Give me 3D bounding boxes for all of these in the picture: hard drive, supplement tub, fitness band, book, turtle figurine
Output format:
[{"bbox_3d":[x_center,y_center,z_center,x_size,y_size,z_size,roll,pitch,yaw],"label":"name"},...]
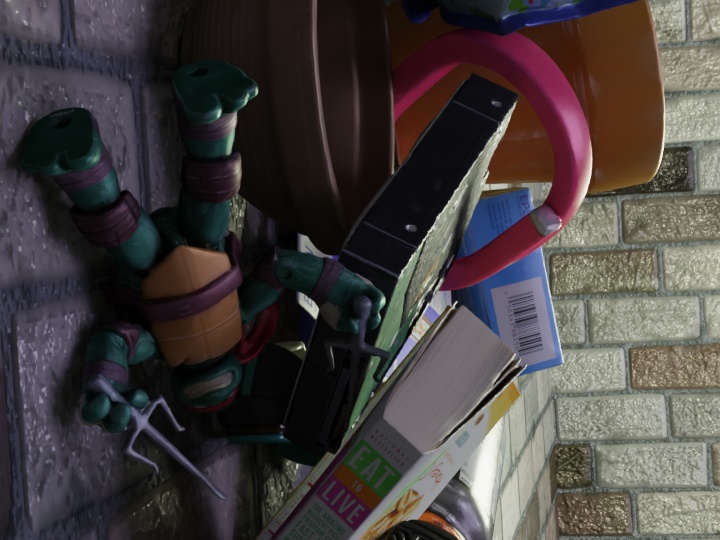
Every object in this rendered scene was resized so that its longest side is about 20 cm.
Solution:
[{"bbox_3d":[0.023,-0.007,0.781,0.200,0.038,0.140,-56,168,-48],"label":"hard drive"},{"bbox_3d":[0.044,0.167,1.058,0.200,0.121,0.123,-67,152,-61],"label":"supplement tub"},{"bbox_3d":[0.061,-0.067,0.889,0.037,0.200,0.144,-26,84,-40],"label":"fitness band"},{"bbox_3d":[-0.013,0.119,0.693,0.200,0.048,0.134,-52,173,28],"label":"book"},{"bbox_3d":[-0.075,0.013,0.630,0.149,0.100,0.201,-34,130,-26],"label":"turtle figurine"}]

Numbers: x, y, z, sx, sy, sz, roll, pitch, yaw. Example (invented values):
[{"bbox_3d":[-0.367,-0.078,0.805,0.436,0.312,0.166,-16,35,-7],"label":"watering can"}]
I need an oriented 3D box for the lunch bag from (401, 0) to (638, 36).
[{"bbox_3d":[0.076,-0.240,0.847,0.200,0.126,0.171,-137,-144,-68],"label":"lunch bag"}]

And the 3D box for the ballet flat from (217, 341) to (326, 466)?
[{"bbox_3d":[-0.033,0.080,0.860,0.200,0.072,0.074,40,49,-70],"label":"ballet flat"}]

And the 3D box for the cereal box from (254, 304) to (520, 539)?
[{"bbox_3d":[0.017,0.127,0.876,0.200,0.039,0.144,-51,158,-5],"label":"cereal box"}]

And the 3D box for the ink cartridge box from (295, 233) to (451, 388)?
[{"bbox_3d":[0.000,0.000,0.984,0.200,0.043,0.199,45,34,-41],"label":"ink cartridge box"}]

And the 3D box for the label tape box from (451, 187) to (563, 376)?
[{"bbox_3d":[0.086,0.009,1.171,0.200,0.066,0.144,-176,-107,-72],"label":"label tape box"}]

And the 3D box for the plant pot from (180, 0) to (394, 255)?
[{"bbox_3d":[-0.043,-0.107,0.796,0.201,0.092,0.203,-3,90,-77],"label":"plant pot"}]

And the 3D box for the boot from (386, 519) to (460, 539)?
[{"bbox_3d":[-0.006,0.256,0.845,0.211,0.079,0.159,-22,142,-62],"label":"boot"}]

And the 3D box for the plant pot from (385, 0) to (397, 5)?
[{"bbox_3d":[0.090,-0.248,1.227,0.201,0.194,0.197,66,24,-46],"label":"plant pot"}]

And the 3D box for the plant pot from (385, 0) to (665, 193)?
[{"bbox_3d":[0.103,-0.144,1.026,0.200,0.182,0.202,168,-90,-88],"label":"plant pot"}]
